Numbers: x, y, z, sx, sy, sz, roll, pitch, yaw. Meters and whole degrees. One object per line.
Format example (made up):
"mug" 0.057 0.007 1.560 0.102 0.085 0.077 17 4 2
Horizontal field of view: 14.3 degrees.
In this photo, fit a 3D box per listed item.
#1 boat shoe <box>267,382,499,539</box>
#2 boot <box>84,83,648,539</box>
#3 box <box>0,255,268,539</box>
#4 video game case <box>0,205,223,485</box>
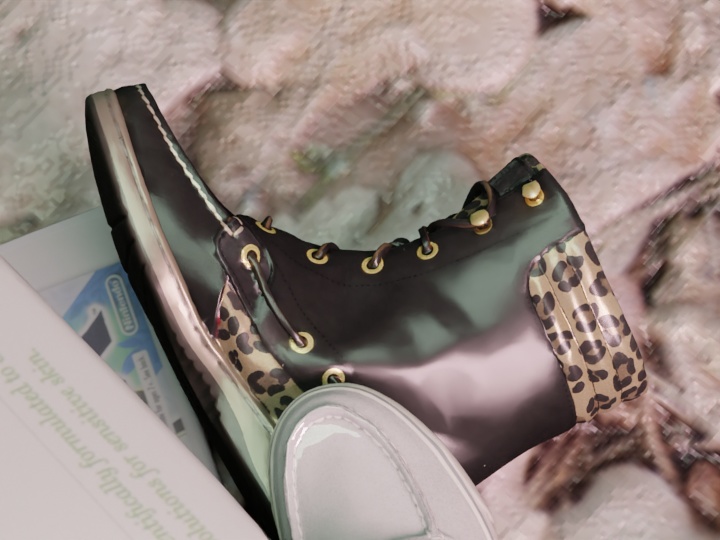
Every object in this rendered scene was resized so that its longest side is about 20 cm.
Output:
"boat shoe" 0.016 0.123 0.938 0.072 0.069 0.201 -20 69 8
"boot" 0.000 0.000 1.039 0.150 0.073 0.201 -27 81 -9
"box" -0.149 0.119 0.935 0.200 0.172 0.199 -41 65 -12
"video game case" -0.143 0.089 1.059 0.181 0.022 0.201 -21 63 -3
